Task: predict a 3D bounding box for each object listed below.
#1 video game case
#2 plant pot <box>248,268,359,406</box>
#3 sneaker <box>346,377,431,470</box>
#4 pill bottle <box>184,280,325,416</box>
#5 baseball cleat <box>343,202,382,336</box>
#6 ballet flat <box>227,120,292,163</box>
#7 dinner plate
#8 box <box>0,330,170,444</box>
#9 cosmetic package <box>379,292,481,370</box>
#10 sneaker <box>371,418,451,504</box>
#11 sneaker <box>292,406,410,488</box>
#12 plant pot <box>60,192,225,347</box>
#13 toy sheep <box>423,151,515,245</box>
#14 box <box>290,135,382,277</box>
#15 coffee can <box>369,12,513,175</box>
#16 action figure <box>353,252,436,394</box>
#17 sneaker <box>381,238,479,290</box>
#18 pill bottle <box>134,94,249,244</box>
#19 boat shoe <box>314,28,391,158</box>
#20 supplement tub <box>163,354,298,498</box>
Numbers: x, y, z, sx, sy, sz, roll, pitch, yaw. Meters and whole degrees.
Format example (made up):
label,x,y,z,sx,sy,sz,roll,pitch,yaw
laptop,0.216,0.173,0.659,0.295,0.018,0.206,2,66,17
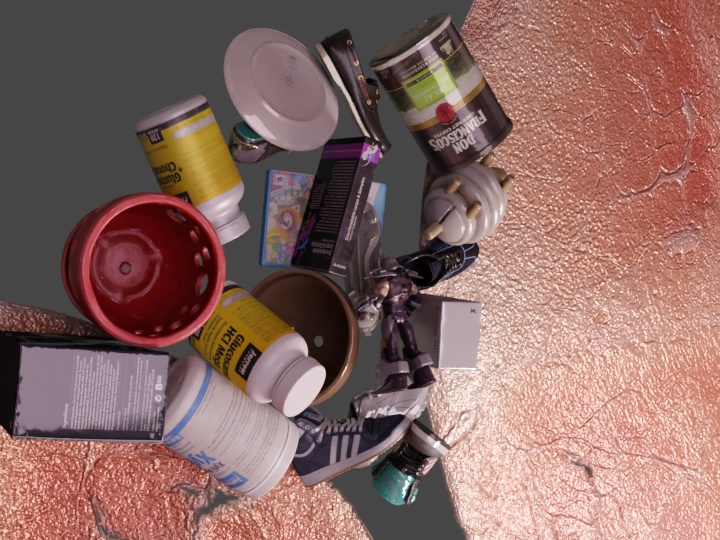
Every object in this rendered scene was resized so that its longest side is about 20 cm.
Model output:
label,x,y,z,sx,sy,sz,roll,pitch,yaw
video game case,-0.057,-0.072,1.779,0.197,0.018,0.146,5,91,-26
plant pot,-0.081,0.102,1.715,0.092,0.198,0.204,13,87,-64
sneaker,0.035,0.216,1.815,0.200,0.074,0.087,-46,106,-16
pill bottle,-0.147,0.112,1.632,0.112,0.199,0.113,-40,152,-27
baseball cleat,0.000,0.000,1.769,0.069,0.107,0.203,0,66,4
ballet flat,-0.122,-0.201,1.711,0.199,0.071,0.073,-26,105,-44
dinner plate,-0.109,-0.269,1.687,0.198,0.024,0.203,20,55,-31
box,-0.375,0.153,1.540,0.194,0.199,0.126,4,90,-26
cosmetic package,0.103,0.089,1.766,0.070,0.199,0.103,3,91,-25
sneaker,0.071,0.298,1.778,0.083,0.200,0.121,36,79,10
sneaker,-0.029,0.239,1.744,0.198,0.070,0.109,-29,96,17
plant pot,-0.301,-0.005,1.575,0.198,0.182,0.204,-2,94,-25
toy sheep,0.165,-0.106,1.818,0.199,0.137,0.140,-32,106,-35
box,-0.036,-0.094,1.699,0.036,0.143,0.203,19,86,-26
coffee can,0.124,-0.270,1.783,0.146,0.146,0.201,-40,108,-18
action figure,0.049,0.072,1.669,0.129,0.069,0.203,-2,79,-40
sneaker,0.121,-0.008,1.829,0.198,0.078,0.071,-20,105,-30
pill bottle,-0.232,-0.137,1.639,0.111,0.112,0.202,-28,104,-21
boat shoe,0.002,-0.266,1.755,0.063,0.074,0.203,-28,109,-1
supplement tub,-0.202,0.224,1.666,0.199,0.132,0.133,37,78,-22
